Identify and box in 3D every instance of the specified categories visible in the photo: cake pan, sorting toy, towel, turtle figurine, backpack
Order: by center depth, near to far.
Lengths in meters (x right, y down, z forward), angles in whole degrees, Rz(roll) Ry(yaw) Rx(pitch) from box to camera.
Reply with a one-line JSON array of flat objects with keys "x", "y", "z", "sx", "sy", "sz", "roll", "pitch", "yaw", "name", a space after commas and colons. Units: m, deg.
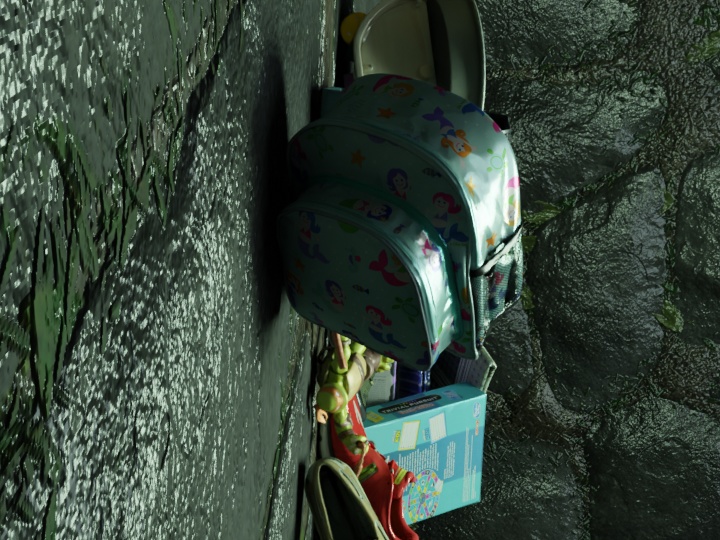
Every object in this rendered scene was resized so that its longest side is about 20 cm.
[{"x": 0.027, "y": -0.038, "z": 0.853, "sx": 0.151, "sy": 0.177, "sz": 0.201, "roll": -42, "pitch": 144, "yaw": -39, "name": "backpack"}, {"x": -0.011, "y": 0.110, "z": 1.162, "sx": 0.161, "sy": 0.064, "sz": 0.201, "roll": -49, "pitch": 137, "yaw": -60, "name": "turtle figurine"}, {"x": 0.095, "y": -0.222, "z": 1.303, "sx": 0.200, "sy": 0.037, "sz": 0.201, "roll": 177, "pitch": -90, "yaw": -79, "name": "cake pan"}, {"x": 0.023, "y": -0.190, "z": 1.311, "sx": 0.180, "sy": 0.106, "sz": 0.201, "roll": 118, "pitch": -33, "yaw": -71, "name": "sorting toy"}, {"x": 0.064, "y": 0.087, "z": 1.504, "sx": 0.145, "sy": 0.024, "sz": 0.201, "roll": 169, "pitch": -79, "yaw": -80, "name": "towel"}, {"x": 0.111, "y": 0.140, "z": 1.523, "sx": 0.193, "sy": 0.034, "sz": 0.201, "roll": 53, "pitch": -40, "yaw": 45, "name": "towel"}]

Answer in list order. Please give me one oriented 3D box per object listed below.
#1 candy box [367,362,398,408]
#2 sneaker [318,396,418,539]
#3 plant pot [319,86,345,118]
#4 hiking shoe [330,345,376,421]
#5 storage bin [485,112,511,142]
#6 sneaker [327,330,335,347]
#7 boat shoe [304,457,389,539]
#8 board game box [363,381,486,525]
[{"x": 0.012, "y": 0.156, "z": 1.475, "sx": 0.168, "sy": 0.071, "sz": 0.201, "roll": -78, "pitch": 170, "yaw": -70, "name": "candy box"}, {"x": 0.016, "y": 0.216, "z": 1.229, "sx": 0.077, "sy": 0.085, "sz": 0.201, "roll": -18, "pitch": 92, "yaw": -67, "name": "sneaker"}, {"x": 0.024, "y": -0.065, "z": 1.101, "sx": 0.141, "sy": 0.140, "sz": 0.201, "roll": -62, "pitch": 162, "yaw": -80, "name": "plant pot"}, {"x": 0.018, "y": 0.078, "z": 1.315, "sx": 0.076, "sy": 0.100, "sz": 0.201, "roll": 76, "pitch": 17, "yaw": -73, "name": "hiking shoe"}, {"x": 0.092, "y": -0.151, "z": 1.488, "sx": 0.135, "sy": 0.199, "sz": 0.094, "roll": -74, "pitch": 165, "yaw": -72, "name": "storage bin"}, {"x": 0.000, "y": 0.000, "z": 1.286, "sx": 0.072, "sy": 0.072, "sz": 0.201, "roll": -29, "pitch": -134, "yaw": 62, "name": "sneaker"}, {"x": 0.002, "y": 0.267, "z": 1.057, "sx": 0.201, "sy": 0.071, "sz": 0.076, "roll": 58, "pitch": -9, "yaw": 14, "name": "boat shoe"}, {"x": 0.058, "y": 0.231, "z": 1.395, "sx": 0.047, "sy": 0.199, "sz": 0.152, "roll": 28, "pitch": -58, "yaw": 53, "name": "board game box"}]
